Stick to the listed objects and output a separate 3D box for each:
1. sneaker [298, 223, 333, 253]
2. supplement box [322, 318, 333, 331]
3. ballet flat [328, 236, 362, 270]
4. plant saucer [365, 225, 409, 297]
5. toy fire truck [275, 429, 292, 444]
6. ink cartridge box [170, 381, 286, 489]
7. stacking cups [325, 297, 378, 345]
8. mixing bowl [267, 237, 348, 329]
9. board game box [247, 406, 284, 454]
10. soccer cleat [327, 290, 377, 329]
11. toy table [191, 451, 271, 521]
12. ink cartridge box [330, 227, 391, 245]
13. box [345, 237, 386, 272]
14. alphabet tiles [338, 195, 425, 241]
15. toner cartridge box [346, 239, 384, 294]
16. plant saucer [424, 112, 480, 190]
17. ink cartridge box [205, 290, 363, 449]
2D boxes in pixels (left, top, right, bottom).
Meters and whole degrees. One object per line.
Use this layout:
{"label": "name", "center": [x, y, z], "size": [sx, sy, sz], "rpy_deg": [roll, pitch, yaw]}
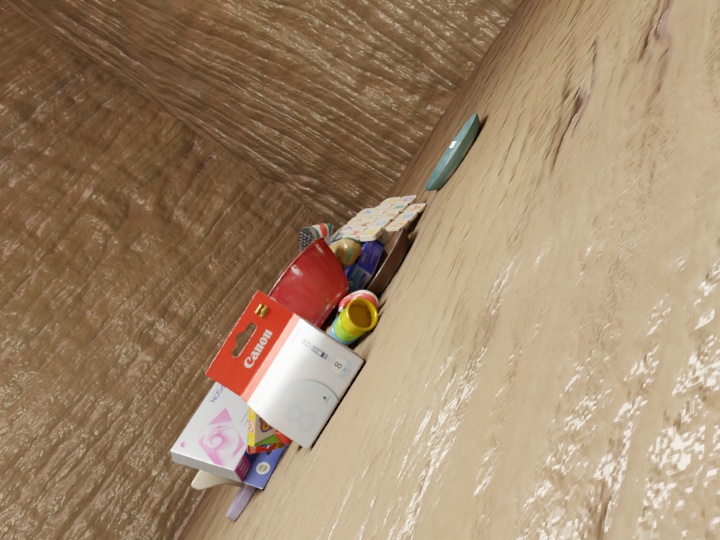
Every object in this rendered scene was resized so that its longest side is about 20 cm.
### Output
{"label": "sneaker", "center": [-0.091, -0.018, 1.518], "size": [0.093, 0.070, 0.202], "rpy_deg": [-23, -57, -39]}
{"label": "supplement box", "center": [-0.125, 0.171, 1.401], "size": [0.201, 0.132, 0.198], "rpy_deg": [-54, 5, 40]}
{"label": "ballet flat", "center": [-0.044, -0.026, 1.369], "size": [0.200, 0.068, 0.064], "rpy_deg": [137, 153, -79]}
{"label": "plant saucer", "center": [0.048, -0.001, 1.348], "size": [0.201, 0.034, 0.200], "rpy_deg": [-58, 3, 5]}
{"label": "toy fire truck", "center": [-0.091, 0.200, 1.127], "size": [0.167, 0.113, 0.200], "rpy_deg": [-31, 4, 3]}
{"label": "ink cartridge box", "center": [-0.241, 0.316, 1.274], "size": [0.197, 0.198, 0.044], "rpy_deg": [-62, -25, -47]}
{"label": "stacking cups", "center": [-0.030, 0.118, 1.182], "size": [0.061, 0.060, 0.200], "rpy_deg": [-59, 4, -34]}
{"label": "mixing bowl", "center": [-0.093, 0.047, 1.241], "size": [0.201, 0.108, 0.200], "rpy_deg": [-52, -6, -8]}
{"label": "board game box", "center": [-0.169, 0.243, 1.218], "size": [0.030, 0.095, 0.203], "rpy_deg": [4, 89, 42]}
{"label": "soccer cleat", "center": [-0.012, 0.079, 1.242], "size": [0.086, 0.068, 0.200], "rpy_deg": [-61, 2, -37]}
{"label": "toy table", "center": [-0.262, 0.408, 1.363], "size": [0.184, 0.117, 0.201], "rpy_deg": [-52, 5, 49]}
{"label": "ink cartridge box", "center": [-0.020, -0.057, 1.705], "size": [0.145, 0.085, 0.200], "rpy_deg": [-15, 20, 27]}
{"label": "box", "center": [0.001, -0.032, 1.554], "size": [0.041, 0.119, 0.201], "rpy_deg": [-4, 44, 44]}
{"label": "alphabet tiles", "center": [0.047, -0.123, 1.495], "size": [0.194, 0.015, 0.200], "rpy_deg": [0, 32, 41]}
{"label": "toner cartridge box", "center": [0.000, 0.000, 1.388], "size": [0.095, 0.043, 0.200], "rpy_deg": [-57, 3, 23]}
{"label": "plant saucer", "center": [0.209, -0.257, 1.425], "size": [0.201, 0.027, 0.200], "rpy_deg": [-57, 4, 7]}
{"label": "ink cartridge box", "center": [-0.118, 0.151, 0.987], "size": [0.161, 0.199, 0.047], "rpy_deg": [-57, 3, -2]}
